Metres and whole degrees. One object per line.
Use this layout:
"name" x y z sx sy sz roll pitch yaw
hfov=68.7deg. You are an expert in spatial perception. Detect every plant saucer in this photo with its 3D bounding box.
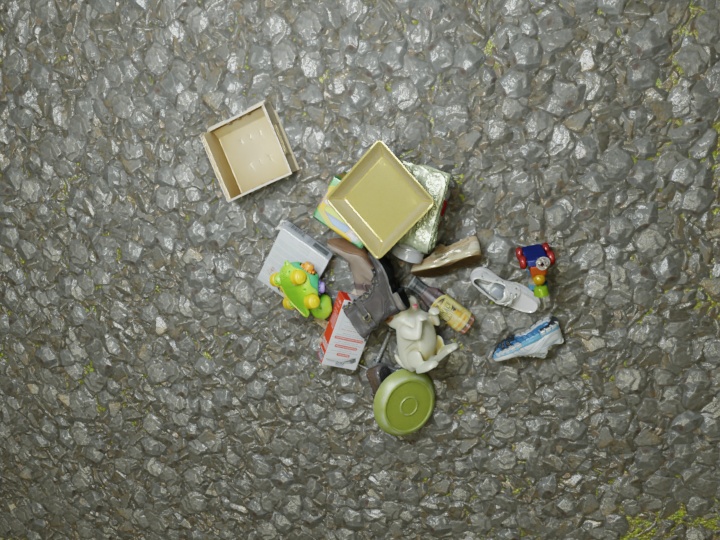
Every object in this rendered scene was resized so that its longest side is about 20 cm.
"plant saucer" 0.131 0.375 1.478 0.195 0.031 0.205 -4 102 -20
"plant saucer" 0.049 -0.168 1.256 0.200 0.048 0.201 -44 86 21

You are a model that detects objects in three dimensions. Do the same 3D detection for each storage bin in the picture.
"storage bin" -0.293 -0.318 1.401 0.196 0.094 0.202 -20 100 15

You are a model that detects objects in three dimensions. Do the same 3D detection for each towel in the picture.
"towel" 0.130 -0.154 1.277 0.145 0.036 0.205 18 106 21

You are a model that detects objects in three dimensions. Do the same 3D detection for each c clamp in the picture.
"c clamp" 0.086 0.226 1.501 0.168 0.027 0.203 29 108 3

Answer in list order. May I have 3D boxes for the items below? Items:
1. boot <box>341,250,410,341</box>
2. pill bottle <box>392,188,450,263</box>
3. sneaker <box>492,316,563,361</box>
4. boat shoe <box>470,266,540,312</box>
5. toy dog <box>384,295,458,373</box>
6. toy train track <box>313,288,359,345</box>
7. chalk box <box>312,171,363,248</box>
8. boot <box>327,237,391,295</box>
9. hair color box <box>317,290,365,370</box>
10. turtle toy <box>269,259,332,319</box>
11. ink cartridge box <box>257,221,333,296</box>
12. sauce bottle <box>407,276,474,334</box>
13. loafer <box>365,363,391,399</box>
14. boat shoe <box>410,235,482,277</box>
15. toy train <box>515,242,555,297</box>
"boot" 0.019 0.063 1.358 0.172 0.069 0.203 -31 80 25
"pill bottle" 0.150 -0.128 1.355 0.110 0.112 0.204 19 107 5
"sneaker" 0.450 0.207 1.406 0.197 0.075 0.088 -29 103 16
"boat shoe" 0.376 0.063 1.378 0.196 0.069 0.072 25 118 6
"toy dog" 0.141 0.156 1.407 0.203 0.138 0.193 62 147 3
"toy train track" -0.064 0.139 1.504 0.114 0.033 0.202 36 107 0
"chalk box" -0.003 -0.148 1.374 0.198 0.125 0.125 32 108 0
"boot" 0.000 0.000 1.433 0.196 0.071 0.149 15 126 16
"hair color box" -0.036 0.169 1.471 0.109 0.064 0.204 14 106 -22
"turtle toy" -0.148 0.054 1.426 0.144 0.101 0.203 -5 121 49
"ink cartridge box" -0.187 -0.014 1.494 0.161 0.057 0.201 34 128 1
"sauce bottle" 0.215 0.091 1.423 0.198 0.066 0.067 35 108 1
"loafer" 0.070 0.353 1.517 0.070 0.073 0.204 -1 115 41
"boat shoe" 0.224 -0.035 1.395 0.196 0.071 0.066 -17 66 22
"toy train" 0.438 0.015 1.293 0.083 0.200 0.118 -9 107 13
